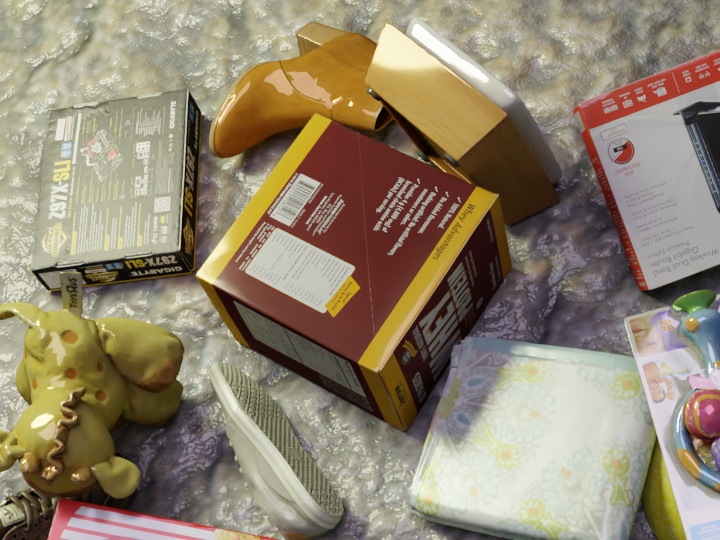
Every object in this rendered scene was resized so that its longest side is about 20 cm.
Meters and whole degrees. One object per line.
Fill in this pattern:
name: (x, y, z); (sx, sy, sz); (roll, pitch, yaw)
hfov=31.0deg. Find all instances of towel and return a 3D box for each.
towel: (0.149, 0.146, 1.102); (0.199, 0.048, 0.172); (6, 64, 31)

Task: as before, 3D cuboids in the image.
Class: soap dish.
soap dish: (0.096, -0.132, 1.203); (0.081, 0.200, 0.157); (-47, 62, 1)

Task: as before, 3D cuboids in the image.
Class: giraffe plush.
giraffe plush: (-0.245, 0.125, 1.125); (0.172, 0.200, 0.163); (-5, 53, 8)

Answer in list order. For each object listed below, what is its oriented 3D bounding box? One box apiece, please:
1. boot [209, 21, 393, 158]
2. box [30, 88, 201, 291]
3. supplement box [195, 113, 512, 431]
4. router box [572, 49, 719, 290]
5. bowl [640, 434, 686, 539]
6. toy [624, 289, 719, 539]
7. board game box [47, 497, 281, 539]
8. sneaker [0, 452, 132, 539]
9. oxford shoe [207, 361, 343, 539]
boot: (-0.045, -0.168, 1.322); (0.144, 0.071, 0.201); (29, 67, 28)
box: (-0.248, -0.085, 1.338); (0.159, 0.049, 0.201); (-8, 61, 11)
supplement box: (0.000, 0.000, 1.185); (0.199, 0.133, 0.198); (27, 70, 24)
router box: (0.317, -0.099, 1.171); (0.199, 0.049, 0.180); (-21, 88, 1)
bowl: (0.324, 0.150, 1.044); (0.199, 0.108, 0.201); (-5, 62, 10)
toy: (0.281, 0.104, 0.989); (0.115, 0.047, 0.201); (-14, 59, 7)
board game box: (-0.175, 0.287, 1.093); (0.199, 0.046, 0.152); (9, 65, 3)
sneaker: (-0.292, 0.229, 1.160); (0.200, 0.076, 0.070); (-38, 60, -8)
oxford shoe: (-0.089, 0.162, 1.159); (0.058, 0.075, 0.200); (-48, 58, 18)
